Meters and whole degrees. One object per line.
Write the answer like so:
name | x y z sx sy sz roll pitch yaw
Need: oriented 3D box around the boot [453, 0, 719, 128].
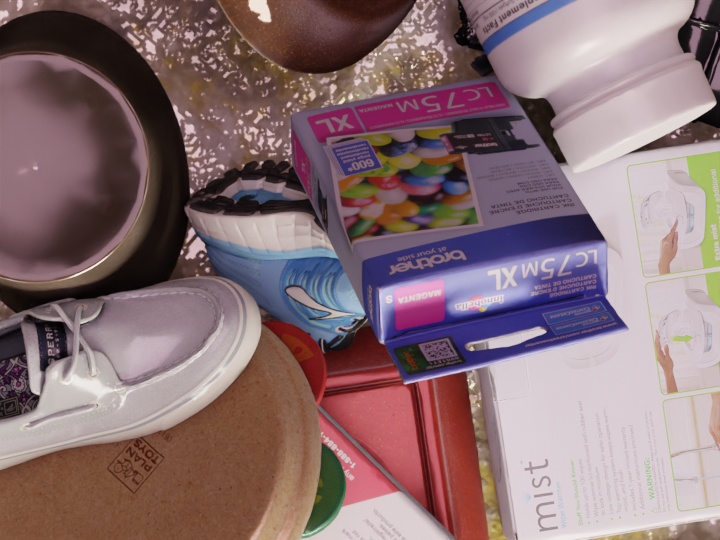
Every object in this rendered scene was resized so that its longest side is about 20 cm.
boot | 0.148 -0.182 1.403 0.162 0.073 0.199 18 89 4

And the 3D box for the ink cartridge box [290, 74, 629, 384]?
ink cartridge box | 0.046 -0.026 1.280 0.119 0.200 0.042 -11 128 -11

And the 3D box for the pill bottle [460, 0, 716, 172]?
pill bottle | 0.103 -0.157 1.314 0.112 0.112 0.201 -26 86 -1

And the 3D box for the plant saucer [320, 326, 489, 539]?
plant saucer | -0.029 0.137 1.418 0.199 0.037 0.201 -8 91 -1

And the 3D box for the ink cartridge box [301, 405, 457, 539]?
ink cartridge box | -0.052 0.182 1.357 0.144 0.084 0.200 44 89 -1

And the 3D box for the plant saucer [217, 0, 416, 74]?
plant saucer | -0.010 -0.203 1.341 0.037 0.200 0.201 5 91 40

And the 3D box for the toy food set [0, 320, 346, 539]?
toy food set | -0.102 0.105 1.302 0.199 0.049 0.199 20 77 31

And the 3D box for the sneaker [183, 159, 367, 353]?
sneaker | 0.000 0.000 1.366 0.078 0.199 0.090 -38 127 -38

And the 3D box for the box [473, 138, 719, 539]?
box | 0.149 0.036 1.391 0.176 0.097 0.201 -10 92 -1

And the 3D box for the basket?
basket | -0.160 -0.053 1.326 0.135 0.200 0.181 -11 91 -2

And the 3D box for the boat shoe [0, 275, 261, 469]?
boat shoe | -0.148 0.051 1.272 0.200 0.072 0.070 -21 67 12
